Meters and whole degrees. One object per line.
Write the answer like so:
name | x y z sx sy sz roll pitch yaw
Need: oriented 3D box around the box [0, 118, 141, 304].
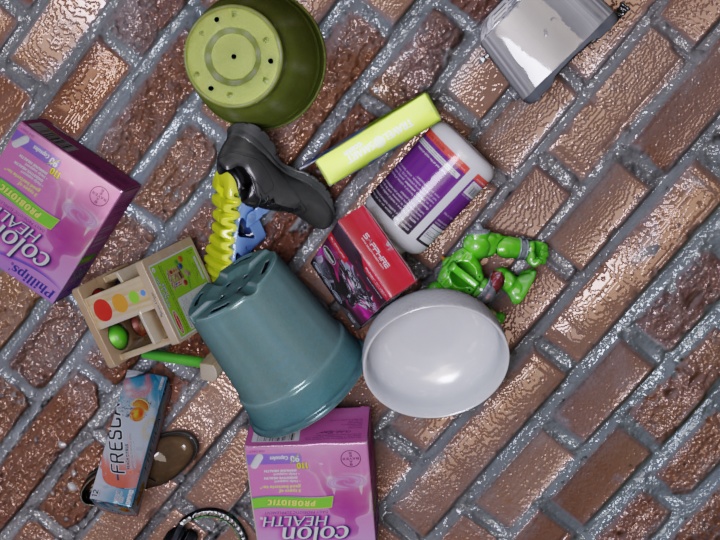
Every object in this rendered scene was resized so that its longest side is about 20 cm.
box | -0.453 -0.088 1.520 0.175 0.097 0.201 35 101 -2

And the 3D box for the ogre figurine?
ogre figurine | 0.169 0.019 1.490 0.120 0.098 0.200 37 113 -14

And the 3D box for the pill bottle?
pill bottle | 0.085 -0.103 1.466 0.112 0.112 0.200 43 100 -3

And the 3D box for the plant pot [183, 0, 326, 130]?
plant pot | -0.156 -0.287 1.413 0.199 0.193 0.202 1 100 5

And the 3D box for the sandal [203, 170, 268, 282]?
sandal | -0.174 -0.049 1.519 0.087 0.079 0.201 -2 115 -33

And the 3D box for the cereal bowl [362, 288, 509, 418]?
cereal bowl | 0.099 0.102 1.430 0.198 0.084 0.201 -2 125 -3

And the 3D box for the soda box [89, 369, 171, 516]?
soda box | -0.334 0.252 1.533 0.063 0.068 0.201 10 65 2

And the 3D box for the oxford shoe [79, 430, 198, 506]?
oxford shoe | -0.336 0.310 1.586 0.199 0.084 0.073 -29 95 7

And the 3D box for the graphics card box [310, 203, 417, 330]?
graphics card box | 0.000 0.000 1.441 0.051 0.200 0.126 -34 85 -19

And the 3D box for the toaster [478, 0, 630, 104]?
toaster | 0.253 -0.331 1.414 0.200 0.114 0.129 -44 92 12

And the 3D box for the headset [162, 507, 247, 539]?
headset | -0.268 0.451 1.623 0.199 0.094 0.124 -32 92 -6

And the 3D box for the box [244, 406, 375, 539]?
box | -0.067 0.312 1.529 0.175 0.097 0.201 -2 114 4

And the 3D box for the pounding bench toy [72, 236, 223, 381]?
pounding bench toy | -0.294 0.081 1.505 0.155 0.124 0.201 -20 98 29

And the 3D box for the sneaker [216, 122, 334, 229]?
sneaker | -0.123 -0.113 1.465 0.200 0.091 0.076 38 146 -20

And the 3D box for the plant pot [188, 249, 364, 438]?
plant pot | -0.123 0.090 1.448 0.199 0.200 0.197 -30 113 9

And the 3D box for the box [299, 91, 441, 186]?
box | 0.016 -0.180 1.453 0.199 0.122 0.048 -30 97 9
